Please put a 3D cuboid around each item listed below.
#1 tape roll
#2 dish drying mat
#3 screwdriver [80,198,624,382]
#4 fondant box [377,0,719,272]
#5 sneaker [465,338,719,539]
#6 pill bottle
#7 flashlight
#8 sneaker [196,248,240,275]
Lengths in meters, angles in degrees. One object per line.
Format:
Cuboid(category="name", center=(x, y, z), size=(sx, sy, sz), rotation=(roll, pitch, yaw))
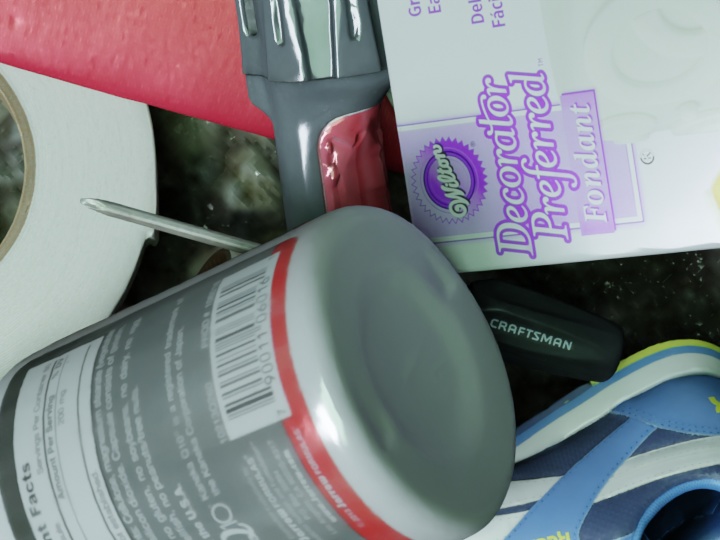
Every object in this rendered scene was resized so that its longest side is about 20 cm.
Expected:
Cuboid(category="tape roll", center=(-0.176, -0.036, 0.873), size=(0.201, 0.037, 0.204), rotation=(0, 84, -5))
Cuboid(category="dish drying mat", center=(-0.062, -0.096, 0.854), size=(0.199, 0.018, 0.077), rotation=(15, 103, -6))
Cuboid(category="screwdriver", center=(0.000, 0.000, 0.800), size=(0.199, 0.028, 0.029), rotation=(20, 127, -12))
Cuboid(category="fondant box", center=(0.105, -0.080, 0.754), size=(0.199, 0.058, 0.145), rotation=(-6, 97, 32))
Cuboid(category="sneaker", center=(0.065, 0.107, 0.822), size=(0.199, 0.074, 0.082), rotation=(-35, 53, 2))
Cuboid(category="pill bottle", center=(-0.057, 0.065, 0.779), size=(0.199, 0.114, 0.114), rotation=(-24, 92, 31))
Cuboid(category="flashlight", center=(0.005, -0.015, 0.839), size=(0.068, 0.067, 0.201), rotation=(18, 119, 53))
Cuboid(category="sneaker", center=(-0.041, 0.092, 0.895), size=(0.084, 0.073, 0.201), rotation=(7, 93, -22))
